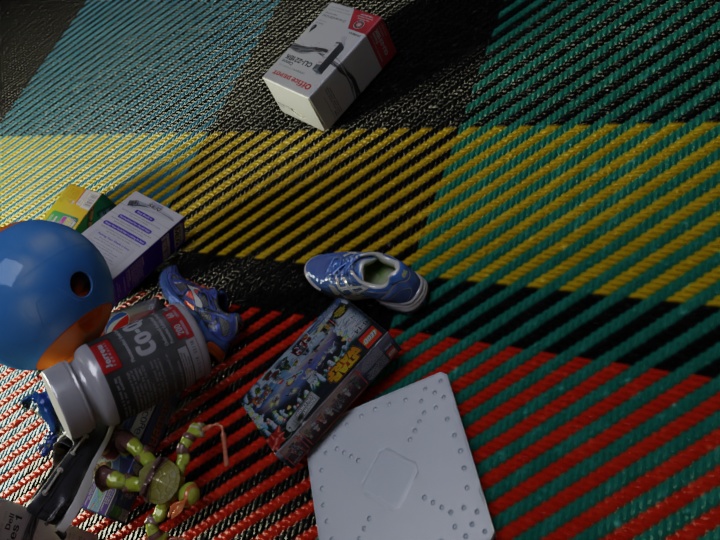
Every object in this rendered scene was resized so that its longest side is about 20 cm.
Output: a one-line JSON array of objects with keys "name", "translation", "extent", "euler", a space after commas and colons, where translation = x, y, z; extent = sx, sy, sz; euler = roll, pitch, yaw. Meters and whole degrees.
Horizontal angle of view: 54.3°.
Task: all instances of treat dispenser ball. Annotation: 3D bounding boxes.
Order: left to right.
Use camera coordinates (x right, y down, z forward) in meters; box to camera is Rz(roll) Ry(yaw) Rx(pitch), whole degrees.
[{"name": "treat dispenser ball", "translation": [-0.441, 0.033, 0.960], "extent": [0.197, 0.202, 0.204], "euler": [-14, 52, 19]}]

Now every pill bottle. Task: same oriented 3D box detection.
[{"name": "pill bottle", "translation": [-0.311, 0.134, 0.942], "extent": [0.198, 0.116, 0.113], "euler": [-26, 42, -30]}]

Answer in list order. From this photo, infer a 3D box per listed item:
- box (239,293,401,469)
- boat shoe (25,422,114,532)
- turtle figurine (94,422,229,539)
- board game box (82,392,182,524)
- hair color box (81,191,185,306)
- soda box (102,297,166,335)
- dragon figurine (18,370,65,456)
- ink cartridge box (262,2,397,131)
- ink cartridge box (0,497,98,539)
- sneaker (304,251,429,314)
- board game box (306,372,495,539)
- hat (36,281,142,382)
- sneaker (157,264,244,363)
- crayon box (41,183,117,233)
[{"name": "box", "translation": [-0.055, 0.135, 0.903], "extent": [0.200, 0.040, 0.136], "euler": [-47, 34, -8]}, {"name": "boat shoe", "translation": [-0.379, 0.245, 0.927], "extent": [0.074, 0.060, 0.202], "euler": [-43, 24, 27]}, {"name": "turtle figurine", "translation": [-0.265, 0.278, 0.900], "extent": [0.158, 0.064, 0.204], "euler": [12, 76, 25]}, {"name": "board game box", "translation": [-0.352, 0.244, 1.013], "extent": [0.133, 0.035, 0.203], "euler": [5, 61, 30]}, {"name": "hair color box", "translation": [-0.389, -0.035, 1.146], "extent": [0.108, 0.066, 0.201], "euler": [26, 49, 14]}, {"name": "soda box", "translation": [-0.384, 0.110, 1.102], "extent": [0.196, 0.070, 0.065], "euler": [-17, 53, 17]}, {"name": "dragon figurine", "translation": [-0.433, 0.173, 1.035], "extent": [0.097, 0.059, 0.204], "euler": [9, 66, 17]}, {"name": "ink cartridge box", "translation": [-0.055, -0.363, 1.243], "extent": [0.143, 0.084, 0.201], "euler": [31, 77, 39]}, {"name": "ink cartridge box", "translation": [-0.439, 0.371, 0.861], "extent": [0.083, 0.201, 0.149], "euler": [-7, 55, 24]}, {"name": "sneaker", "translation": [0.000, 0.000, 0.964], "extent": [0.196, 0.077, 0.077], "euler": [8, 63, 34]}, {"name": "board game box", "translation": [0.038, 0.242, 0.807], "extent": [0.197, 0.026, 0.203], "euler": [-25, 50, 12]}, {"name": "hat", "translation": [-0.468, 0.056, 1.222], "extent": [0.196, 0.179, 0.167], "euler": [-6, 41, -23]}, {"name": "sneaker", "translation": [-0.240, 0.055, 1.071], "extent": [0.078, 0.076, 0.200], "euler": [-37, 56, -13]}, {"name": "crayon box", "translation": [-0.559, -0.061, 1.326], "extent": [0.117, 0.058, 0.202], "euler": [15, 67, 36]}]
